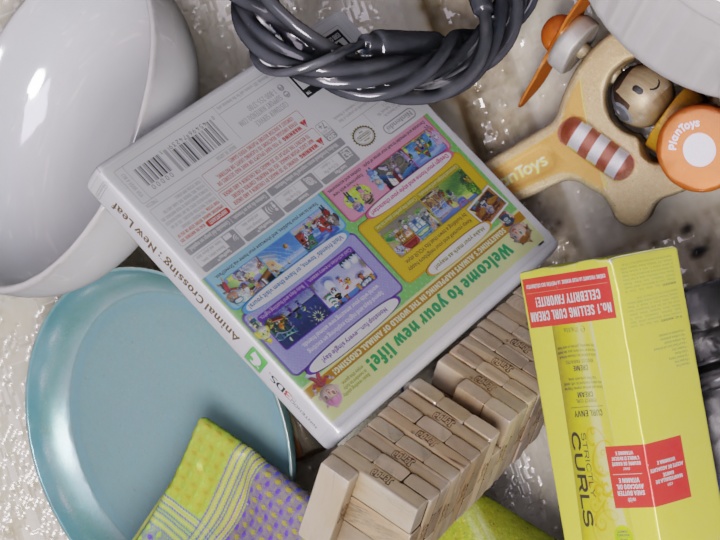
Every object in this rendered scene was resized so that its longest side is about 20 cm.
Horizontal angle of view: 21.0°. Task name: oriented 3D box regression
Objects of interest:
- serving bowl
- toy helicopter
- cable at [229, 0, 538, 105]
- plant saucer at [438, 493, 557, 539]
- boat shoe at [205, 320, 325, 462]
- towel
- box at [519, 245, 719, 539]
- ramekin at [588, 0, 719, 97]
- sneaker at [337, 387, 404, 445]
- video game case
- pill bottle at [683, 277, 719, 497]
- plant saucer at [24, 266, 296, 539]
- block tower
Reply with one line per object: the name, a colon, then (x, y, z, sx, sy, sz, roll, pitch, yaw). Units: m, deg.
serving bowl: (-0.152, -0.074, 1.095, 0.200, 0.066, 0.201, -26, 54, 41)
toy helicopter: (0.116, -0.079, 1.078, 0.199, 0.079, 0.133, -27, 90, 21)
cable: (0.010, -0.161, 1.073, 0.163, 0.051, 0.200, 39, 56, -4)
plant saucer: (0.081, 0.246, 1.024, 0.199, 0.048, 0.201, 33, 87, -24)
boat shoe: (-0.068, 0.015, 1.112, 0.074, 0.076, 0.201, -28, 79, 36)
towel: (-0.052, 0.185, 1.008, 0.200, 0.023, 0.144, 38, 98, 32)
box: (0.136, 0.092, 0.981, 0.075, 0.050, 0.201, -8, 90, 54)
ramekin: (0.202, -0.180, 1.016, 0.201, 0.094, 0.203, 8, 59, -13)
sneaker: (0.001, -0.001, 1.072, 0.077, 0.111, 0.201, -41, 72, 47)
video game case: (-0.014, -0.028, 1.016, 0.182, 0.200, 0.022, 47, 140, 6)
pill bottle: (0.203, 0.107, 1.034, 0.111, 0.112, 0.201, -18, 85, 9)
plant saucer: (-0.110, 0.094, 1.096, 0.199, 0.027, 0.201, 10, 108, 34)
block tower: (0.050, 0.083, 0.999, 0.058, 0.200, 0.054, 32, 130, 20)
